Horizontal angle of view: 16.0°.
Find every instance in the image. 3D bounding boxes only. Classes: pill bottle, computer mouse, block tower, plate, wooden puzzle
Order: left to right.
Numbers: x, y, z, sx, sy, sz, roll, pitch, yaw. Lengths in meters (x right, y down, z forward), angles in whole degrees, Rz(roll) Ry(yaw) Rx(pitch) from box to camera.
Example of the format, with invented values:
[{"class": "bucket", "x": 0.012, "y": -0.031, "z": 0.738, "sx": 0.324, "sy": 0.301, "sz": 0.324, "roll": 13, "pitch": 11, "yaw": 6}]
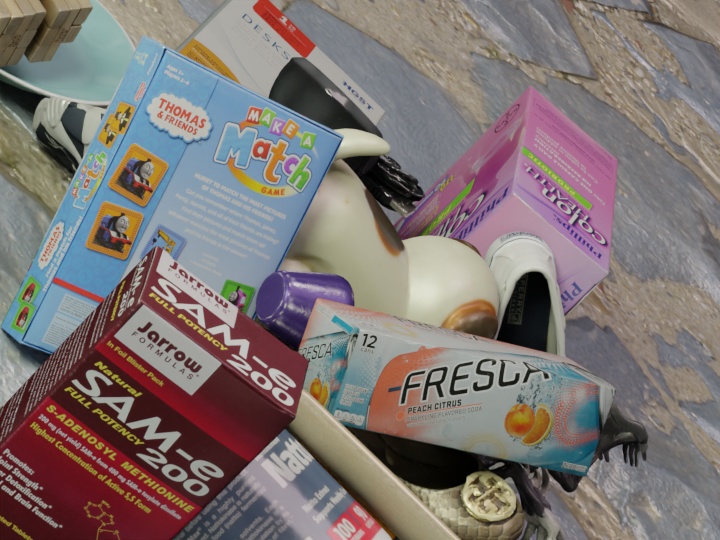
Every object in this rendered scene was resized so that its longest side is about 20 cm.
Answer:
[{"class": "block tower", "x": -0.274, "y": -0.166, "z": 1.685, "sx": 0.199, "sy": 0.054, "sz": 0.058, "roll": -11, "pitch": 58, "yaw": -44}, {"class": "plate", "x": -0.245, "y": -0.176, "z": 1.816, "sx": 0.200, "sy": 0.026, "sz": 0.201, "roll": 30, "pitch": 27, "yaw": -17}, {"class": "pill bottle", "x": -0.089, "y": 0.130, "z": 1.487, "sx": 0.200, "sy": 0.120, "sz": 0.120, "roll": 45, "pitch": 24, "yaw": 2}, {"class": "computer mouse", "x": -0.023, "y": -0.094, "z": 1.809, "sx": 0.138, "sy": 0.053, "sz": 0.200, "roll": 45, "pitch": 0, "yaw": 9}, {"class": "wooden puzzle", "x": -0.002, "y": 0.148, "z": 1.594, "sx": 0.185, "sy": 0.037, "sz": 0.200, "roll": 44, "pitch": -11, "yaw": -1}]

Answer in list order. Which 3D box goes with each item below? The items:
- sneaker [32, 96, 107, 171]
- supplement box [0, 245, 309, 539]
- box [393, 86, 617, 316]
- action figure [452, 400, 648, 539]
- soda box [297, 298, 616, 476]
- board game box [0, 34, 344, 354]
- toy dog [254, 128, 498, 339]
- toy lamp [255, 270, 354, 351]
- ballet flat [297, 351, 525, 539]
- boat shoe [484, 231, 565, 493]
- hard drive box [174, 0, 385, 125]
[{"class": "sneaker", "x": -0.160, "y": -0.041, "z": 1.706, "sx": 0.198, "sy": 0.130, "sz": 0.079, "roll": 15, "pitch": 4, "yaw": 40}, {"class": "supplement box", "x": -0.132, "y": 0.094, "z": 1.376, "sx": 0.109, "sy": 0.200, "sz": 0.061, "roll": 37, "pitch": 27, "yaw": -15}, {"class": "box", "x": 0.099, "y": -0.014, "z": 1.935, "sx": 0.097, "sy": 0.176, "sz": 0.200, "roll": 39, "pitch": 26, "yaw": -13}, {"class": "action figure", "x": 0.098, "y": 0.149, "z": 1.735, "sx": 0.119, "sy": 0.199, "sz": 0.103, "roll": 14, "pitch": -58, "yaw": 63}, {"class": "soda box", "x": 0.058, "y": 0.074, "z": 1.617, "sx": 0.199, "sy": 0.064, "sz": 0.068, "roll": 13, "pitch": 11, "yaw": -29}, {"class": "board game box", "x": -0.115, "y": -0.025, "z": 1.601, "sx": 0.151, "sy": 0.201, "sz": 0.037, "roll": 25, "pitch": 4, "yaw": -37}, {"class": "toy dog", "x": 0.000, "y": 0.000, "z": 1.755, "sx": 0.199, "sy": 0.194, "sz": 0.140, "roll": 26, "pitch": 18, "yaw": -23}, {"class": "toy lamp", "x": 0.020, "y": 0.047, "z": 1.665, "sx": 0.199, "sy": 0.058, "sz": 0.058, "roll": 23, "pitch": 32, "yaw": -32}, {"class": "ballet flat", "x": 0.024, "y": 0.110, "z": 1.652, "sx": 0.200, "sy": 0.047, "sz": 0.067, "roll": 35, "pitch": 39, "yaw": 25}, {"class": "boat shoe", "x": 0.109, "y": 0.075, "z": 1.819, "sx": 0.073, "sy": 0.201, "sz": 0.065, "roll": -5, "pitch": 24, "yaw": -4}, {"class": "hard drive box", "x": -0.081, "y": -0.117, "z": 1.938, "sx": 0.156, "sy": 0.077, "sz": 0.200, "roll": 43, "pitch": 24, "yaw": -6}]
